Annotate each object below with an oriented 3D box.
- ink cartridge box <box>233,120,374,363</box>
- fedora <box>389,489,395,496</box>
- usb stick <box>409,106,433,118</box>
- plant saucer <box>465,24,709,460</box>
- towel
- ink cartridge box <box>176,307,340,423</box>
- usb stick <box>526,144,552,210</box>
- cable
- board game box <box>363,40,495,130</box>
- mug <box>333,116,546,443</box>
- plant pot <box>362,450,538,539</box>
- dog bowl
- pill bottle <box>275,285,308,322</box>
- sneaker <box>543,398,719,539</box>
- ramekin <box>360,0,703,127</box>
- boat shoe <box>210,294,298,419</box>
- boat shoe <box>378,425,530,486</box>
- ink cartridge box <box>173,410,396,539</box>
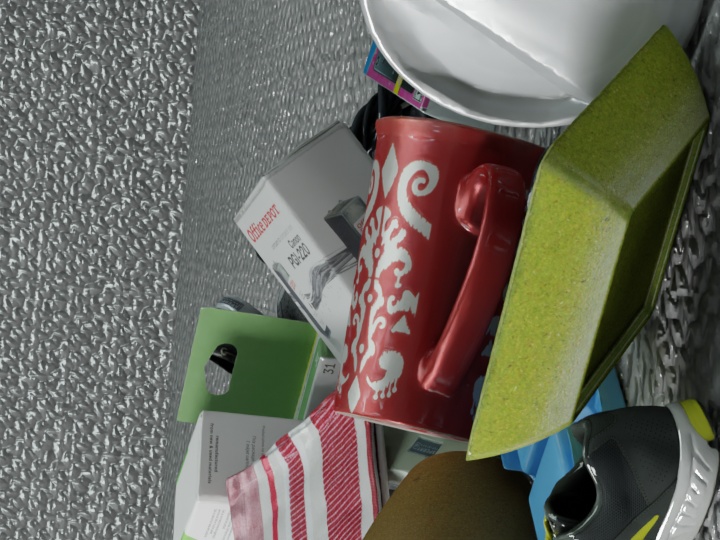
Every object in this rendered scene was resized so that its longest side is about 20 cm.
[{"bbox_3d":[0.000,0.000,1.720,0.201,0.085,0.146,55,163,3],"label":"ink cartridge box"},{"bbox_3d":[-0.004,0.225,1.717,0.177,0.090,0.201,-56,-18,-32],"label":"fedora"},{"bbox_3d":[0.067,-0.071,1.768,0.200,0.032,0.056,-103,14,-55],"label":"usb stick"},{"bbox_3d":[0.136,-0.010,1.245,0.200,0.048,0.201,-46,-27,-53],"label":"plant saucer"},{"bbox_3d":[-0.042,0.181,1.655,0.200,0.023,0.145,-41,45,45],"label":"towel"},{"bbox_3d":[-0.045,0.105,1.866,0.048,0.198,0.146,-95,16,-46],"label":"ink cartridge box"},{"bbox_3d":[0.124,-0.027,1.345,0.200,0.032,0.056,57,-132,-74],"label":"usb stick"},{"bbox_3d":[-0.016,-0.082,1.916,0.200,0.051,0.163,-49,-2,-5],"label":"cable"},{"bbox_3d":[0.071,-0.195,1.697,0.200,0.064,0.149,-132,60,-74],"label":"board game box"},{"bbox_3d":[0.048,0.006,1.492,0.177,0.132,0.201,29,-107,-75],"label":"mug"},{"bbox_3d":[0.061,0.221,1.443,0.201,0.185,0.187,-76,2,-46],"label":"plant pot"},{"bbox_3d":[0.130,0.112,1.389,0.201,0.049,0.112,-100,19,-49],"label":"dog bowl"},{"bbox_3d":[-0.011,0.024,1.934,0.200,0.115,0.117,119,153,-62],"label":"pill bottle"},{"bbox_3d":[0.137,0.154,1.254,0.075,0.084,0.201,-105,24,-62],"label":"sneaker"},{"bbox_3d":[0.101,-0.190,1.312,0.095,0.201,0.203,-82,5,-49],"label":"ramekin"},{"bbox_3d":[-0.068,0.102,1.935,0.068,0.200,0.057,9,58,54],"label":"boat shoe"},{"bbox_3d":[0.060,0.144,1.610,0.070,0.072,0.201,-49,22,-10],"label":"boat shoe"},{"bbox_3d":[-0.047,0.192,1.849,0.146,0.198,0.085,114,160,-57],"label":"ink cartridge box"}]
